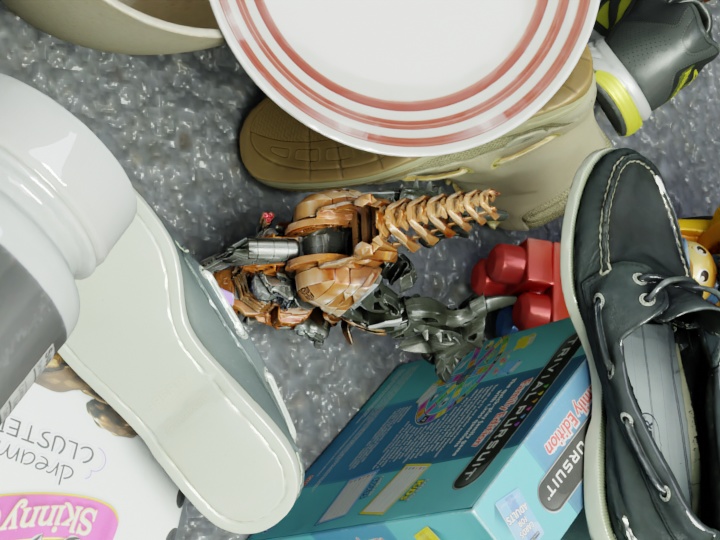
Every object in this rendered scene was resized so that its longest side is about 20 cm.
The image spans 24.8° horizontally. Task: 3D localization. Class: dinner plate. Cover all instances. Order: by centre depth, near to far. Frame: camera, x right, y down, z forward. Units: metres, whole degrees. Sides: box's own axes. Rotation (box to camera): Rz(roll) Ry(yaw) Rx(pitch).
[{"bbox_3d":[0.020,-0.153,0.779,0.199,0.024,0.202,1,86,-16],"label":"dinner plate"}]

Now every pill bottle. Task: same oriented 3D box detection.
[{"bbox_3d":[-0.184,0.023,0.650,0.113,0.113,0.200,43,64,-19],"label":"pill bottle"}]

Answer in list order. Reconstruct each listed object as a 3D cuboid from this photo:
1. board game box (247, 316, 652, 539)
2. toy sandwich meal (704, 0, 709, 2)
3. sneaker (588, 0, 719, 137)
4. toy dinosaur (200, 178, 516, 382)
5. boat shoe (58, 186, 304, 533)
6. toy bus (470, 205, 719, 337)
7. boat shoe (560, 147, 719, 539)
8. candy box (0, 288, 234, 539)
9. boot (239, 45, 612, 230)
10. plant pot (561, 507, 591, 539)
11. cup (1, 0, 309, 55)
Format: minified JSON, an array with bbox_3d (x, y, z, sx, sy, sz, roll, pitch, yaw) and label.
[{"bbox_3d":[0.048,0.096,0.830,0.047,0.200,0.151,52,55,-13],"label":"board game box"},{"bbox_3d":[0.198,-0.277,1.115,0.204,0.070,0.207,10,72,-33],"label":"toy sandwich meal"},{"bbox_3d":[0.178,-0.138,1.008,0.075,0.084,0.200,55,15,-16],"label":"sneaker"},{"bbox_3d":[0.000,0.000,0.819,0.135,0.200,0.103,9,92,-35],"label":"toy dinosaur"},{"bbox_3d":[-0.093,0.030,0.760,0.201,0.073,0.062,56,10,-1],"label":"boat shoe"},{"bbox_3d":[0.170,0.015,0.945,0.191,0.200,0.137,11,69,-18],"label":"toy bus"},{"bbox_3d":[0.137,0.035,0.742,0.074,0.066,0.201,14,70,-31],"label":"boat shoe"},{"bbox_3d":[-0.165,0.078,0.764,0.167,0.071,0.201,25,64,-28],"label":"candy box"},{"bbox_3d":[0.044,-0.067,0.938,0.155,0.199,0.073,50,27,-66],"label":"boot"},{"bbox_3d":[0.145,0.141,0.887,0.141,0.200,0.142,36,60,-23],"label":"plant pot"},{"bbox_3d":[-0.124,-0.190,0.819,0.199,0.143,0.202,10,72,-34],"label":"cup"}]
